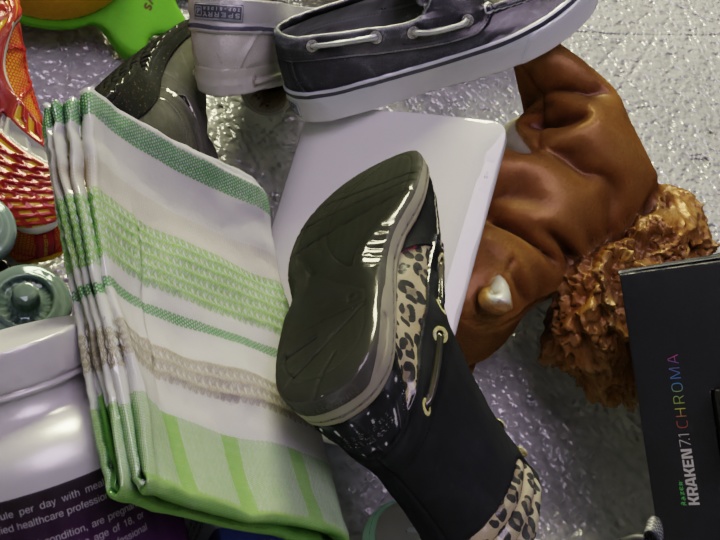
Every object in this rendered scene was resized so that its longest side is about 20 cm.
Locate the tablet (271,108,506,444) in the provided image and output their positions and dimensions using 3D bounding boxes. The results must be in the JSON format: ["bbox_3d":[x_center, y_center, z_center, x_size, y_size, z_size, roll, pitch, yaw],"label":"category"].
[{"bbox_3d":[0.000,0.000,0.801,0.129,0.014,0.201,7,68,25],"label":"tablet"}]

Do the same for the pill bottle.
[{"bbox_3d":[-0.129,0.126,0.615,0.112,0.112,0.201,-19,100,-34],"label":"pill bottle"}]

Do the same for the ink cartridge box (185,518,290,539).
[{"bbox_3d":[-0.074,0.111,0.699,0.042,0.120,0.201,-7,58,-22],"label":"ink cartridge box"}]

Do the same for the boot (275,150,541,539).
[{"bbox_3d":[0.031,0.046,0.717,0.154,0.073,0.204,54,27,-25],"label":"boot"}]

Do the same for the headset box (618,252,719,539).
[{"bbox_3d":[0.230,0.072,0.790,0.199,0.092,0.176,-6,88,-54],"label":"headset box"}]

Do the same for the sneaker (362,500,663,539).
[{"bbox_3d":[0.106,0.157,0.729,0.199,0.140,0.078,30,49,-1],"label":"sneaker"}]

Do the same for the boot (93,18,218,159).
[{"bbox_3d":[-0.105,-0.069,0.862,0.131,0.068,0.200,53,20,-16],"label":"boot"}]

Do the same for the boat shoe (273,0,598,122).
[{"bbox_3d":[0.044,-0.153,0.842,0.199,0.068,0.072,-18,35,-3],"label":"boat shoe"}]

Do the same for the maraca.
[{"bbox_3d":[-0.190,-0.216,0.908,0.199,0.107,0.138,24,77,-30],"label":"maraca"}]

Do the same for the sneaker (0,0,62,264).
[{"bbox_3d":[-0.219,-0.094,0.818,0.073,0.077,0.201,-13,68,-20],"label":"sneaker"}]

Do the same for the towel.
[{"bbox_3d":[-0.070,0.022,0.642,0.149,0.031,0.201,24,41,-48],"label":"towel"}]

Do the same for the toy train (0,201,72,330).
[{"bbox_3d":[-0.198,0.049,0.723,0.114,0.085,0.200,-30,70,-27],"label":"toy train"}]

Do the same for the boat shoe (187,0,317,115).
[{"bbox_3d":[-0.058,-0.134,0.905,0.070,0.070,0.200,6,9,11],"label":"boat shoe"}]

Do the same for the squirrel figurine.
[{"bbox_3d":[0.114,-0.005,0.857,0.199,0.142,0.187,35,48,2],"label":"squirrel figurine"}]
